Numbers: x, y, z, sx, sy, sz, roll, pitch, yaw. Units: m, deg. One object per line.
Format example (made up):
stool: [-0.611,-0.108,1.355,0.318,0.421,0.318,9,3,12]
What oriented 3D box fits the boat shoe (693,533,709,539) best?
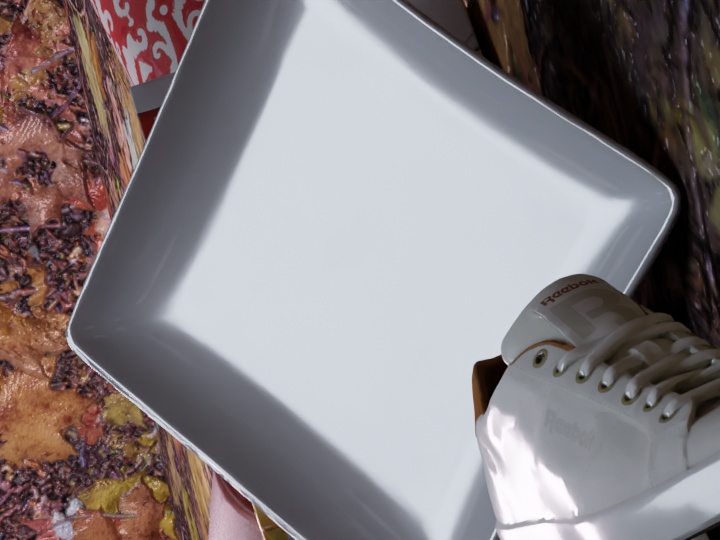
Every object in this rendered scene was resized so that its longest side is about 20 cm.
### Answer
boat shoe: [0.101,0.160,0.870,0.201,0.061,0.073,87,165,-47]

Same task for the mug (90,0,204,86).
mug: [-0.075,-0.146,1.232,0.178,0.133,0.201,90,160,-60]

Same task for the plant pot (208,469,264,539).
plant pot: [0.011,0.162,1.056,0.201,0.200,0.196,-122,28,-59]

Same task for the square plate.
square plate: [0.000,0.000,0.858,0.198,0.028,0.201,38,117,23]

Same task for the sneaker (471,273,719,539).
sneaker: [0.079,0.040,0.712,0.200,0.073,0.085,-25,84,66]

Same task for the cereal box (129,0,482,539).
cereal box: [0.002,-0.004,0.948,0.040,0.143,0.201,78,173,-68]
